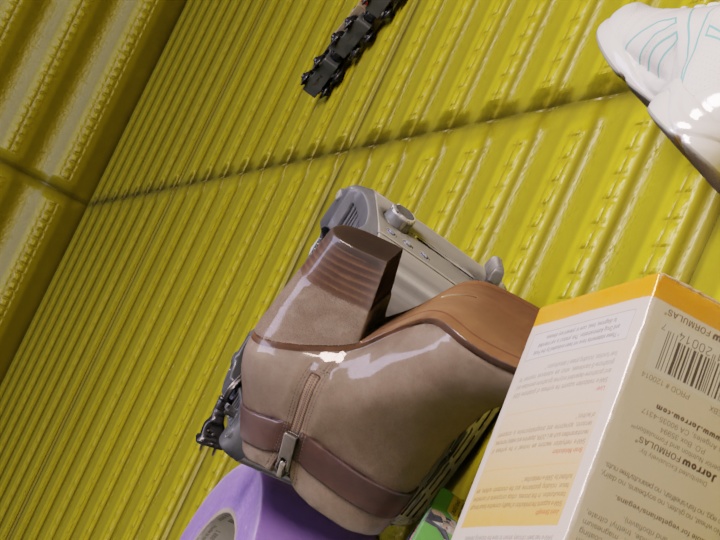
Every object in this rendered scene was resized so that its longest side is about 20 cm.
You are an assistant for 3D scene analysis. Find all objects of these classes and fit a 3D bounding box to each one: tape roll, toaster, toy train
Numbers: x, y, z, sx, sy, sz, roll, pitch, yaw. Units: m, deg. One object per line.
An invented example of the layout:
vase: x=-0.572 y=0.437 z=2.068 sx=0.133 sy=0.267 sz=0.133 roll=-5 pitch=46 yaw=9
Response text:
tape roll: x=-0.074 y=0.227 z=1.212 sx=0.201 sy=0.084 sz=0.201 roll=-56 pitch=17 yaw=27
toaster: x=0.004 y=0.061 z=1.142 sx=0.201 sy=0.128 sz=0.114 roll=-57 pitch=15 yaw=20
toy train: x=0.000 y=-0.231 z=1.860 sx=0.200 sy=0.034 sz=0.046 roll=-47 pitch=9 yaw=49

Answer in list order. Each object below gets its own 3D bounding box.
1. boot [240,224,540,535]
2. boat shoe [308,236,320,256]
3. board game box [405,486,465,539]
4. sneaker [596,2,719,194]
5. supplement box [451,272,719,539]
boot: x=0.027 y=0.074 z=1.017 sx=0.070 sy=0.199 sz=0.147 roll=-21 pitch=-45 yaw=-56
boat shoe: x=0.000 y=0.000 z=1.393 sx=0.068 sy=0.071 sz=0.200 roll=-59 pitch=8 yaw=21
board game box: x=0.001 y=0.200 z=0.988 sx=0.135 sy=0.029 sz=0.200 roll=-58 pitch=-4 yaw=18
sneaker: x=0.176 y=-0.101 z=0.981 sx=0.080 sy=0.070 sz=0.201 roll=-44 pitch=21 yaw=10
supplement box: x=0.097 y=0.112 z=0.841 sx=0.201 sy=0.073 sz=0.126 roll=-67 pitch=14 yaw=-14
